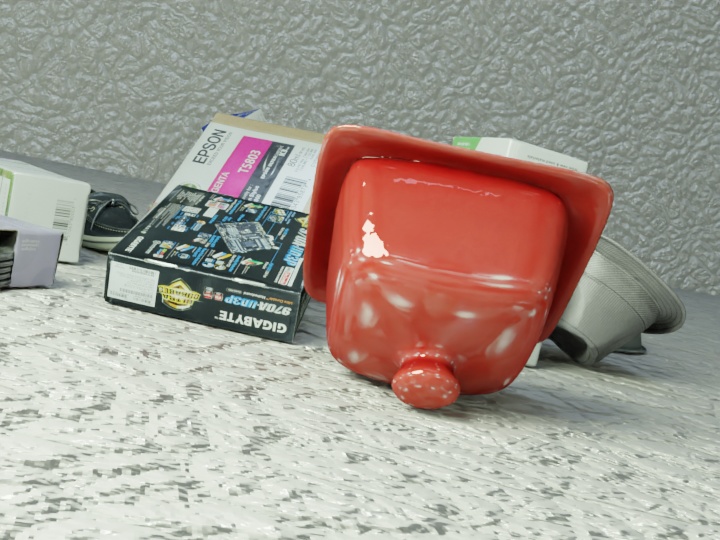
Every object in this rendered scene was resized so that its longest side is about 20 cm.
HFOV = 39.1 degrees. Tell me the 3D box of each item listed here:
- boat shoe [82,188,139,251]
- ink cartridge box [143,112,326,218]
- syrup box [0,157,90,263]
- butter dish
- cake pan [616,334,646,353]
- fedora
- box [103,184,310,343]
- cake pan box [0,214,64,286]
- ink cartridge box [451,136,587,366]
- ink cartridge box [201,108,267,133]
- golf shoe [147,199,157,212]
[{"bbox_3d":[-0.291,-0.057,1.158,0.074,0.063,0.200,10,7,-39],"label":"boat shoe"},{"bbox_3d":[-0.116,-0.074,1.088,0.164,0.075,0.200,13,46,10],"label":"ink cartridge box"},{"bbox_3d":[-0.353,-0.068,1.021,0.081,0.079,0.200,7,7,-39],"label":"syrup box"},{"bbox_3d":[0.051,0.024,0.688,0.198,0.148,0.200,12,-37,0],"label":"butter dish"},{"bbox_3d":[0.267,0.062,1.291,0.199,0.037,0.200,12,5,-1],"label":"cake pan"},{"bbox_3d":[0.220,0.035,1.022,0.177,0.090,0.200,41,-8,-18],"label":"fedora"},{"bbox_3d":[-0.114,-0.013,0.886,0.158,0.046,0.200,12,21,2],"label":"box"},{"bbox_3d":[-0.358,-0.030,0.774,0.199,0.053,0.184,14,7,22],"label":"cake pan box"},{"bbox_3d":[0.129,-0.022,0.989,0.087,0.201,0.145,14,3,-18],"label":"ink cartridge box"},{"bbox_3d":[-0.131,-0.110,1.341,0.044,0.201,0.094,-35,22,-32],"label":"ink cartridge box"},{"bbox_3d":[-0.182,-0.045,1.223,0.091,0.076,0.200,12,5,-40],"label":"golf shoe"}]
